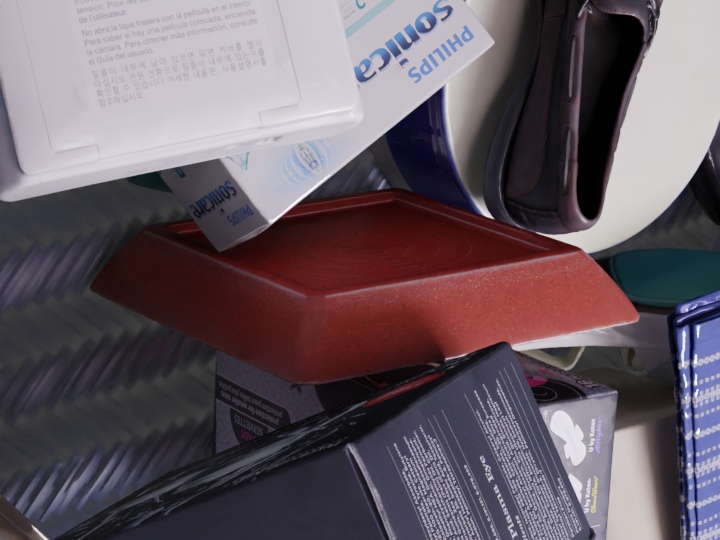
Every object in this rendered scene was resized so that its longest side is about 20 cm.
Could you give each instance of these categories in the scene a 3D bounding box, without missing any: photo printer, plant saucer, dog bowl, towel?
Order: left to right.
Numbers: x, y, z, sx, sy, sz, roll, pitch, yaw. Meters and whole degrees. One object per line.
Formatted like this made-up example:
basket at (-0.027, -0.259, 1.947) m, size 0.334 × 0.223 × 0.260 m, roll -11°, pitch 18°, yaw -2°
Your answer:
photo printer at (-0.099, -0.143, 1.113) m, size 0.166 × 0.069 × 0.201 m, roll -13°, pitch 86°, yaw -17°
plant saucer at (0.000, 0.000, 1.267) m, size 0.199 × 0.199 × 0.037 m, roll -9°, pitch 108°, yaw -33°
dog bowl at (0.100, -0.111, 1.382) m, size 0.199 × 0.079 × 0.201 m, roll -12°, pitch 110°, yaw -33°
towel at (0.228, 0.088, 1.415) m, size 0.144 × 0.024 × 0.201 m, roll -19°, pitch 120°, yaw -25°

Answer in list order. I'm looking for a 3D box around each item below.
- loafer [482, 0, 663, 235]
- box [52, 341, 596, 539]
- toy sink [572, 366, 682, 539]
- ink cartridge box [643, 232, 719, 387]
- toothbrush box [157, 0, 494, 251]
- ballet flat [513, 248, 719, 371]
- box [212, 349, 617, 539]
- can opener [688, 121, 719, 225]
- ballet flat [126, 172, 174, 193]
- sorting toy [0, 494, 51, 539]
loafer at (0.122, -0.112, 1.300) m, size 0.072 × 0.063 × 0.201 m, roll 19°, pitch 87°, yaw -39°
box at (-0.029, 0.127, 1.130) m, size 0.104 × 0.199 × 0.182 m, roll 66°, pitch 26°, yaw -2°
toy sink at (0.120, 0.170, 1.461) m, size 0.130 × 0.112 × 0.201 m, roll -13°, pitch 106°, yaw -32°
ink cartridge box at (0.261, 0.037, 1.501) m, size 0.145 × 0.088 × 0.201 m, roll 3°, pitch 121°, yaw -35°
toothbrush box at (-0.061, -0.133, 1.206) m, size 0.146 × 0.085 × 0.200 m, roll -38°, pitch 96°, yaw -21°
ballet flat at (0.130, 0.024, 1.424) m, size 0.199 × 0.069 × 0.070 m, roll 1°, pitch 105°, yaw -5°
box at (0.020, 0.099, 1.310) m, size 0.114 × 0.200 × 0.133 m, roll -8°, pitch 108°, yaw -35°
can opener at (0.210, -0.125, 1.465) m, size 0.079 × 0.063 × 0.201 m, roll -42°, pitch 125°, yaw -47°
ballet flat at (-0.112, -0.071, 1.255) m, size 0.199 × 0.067 × 0.067 m, roll 0°, pitch 82°, yaw -34°
sorting toy at (-0.184, 0.150, 1.188) m, size 0.107 × 0.180 × 0.200 m, roll -48°, pitch 125°, yaw -9°
